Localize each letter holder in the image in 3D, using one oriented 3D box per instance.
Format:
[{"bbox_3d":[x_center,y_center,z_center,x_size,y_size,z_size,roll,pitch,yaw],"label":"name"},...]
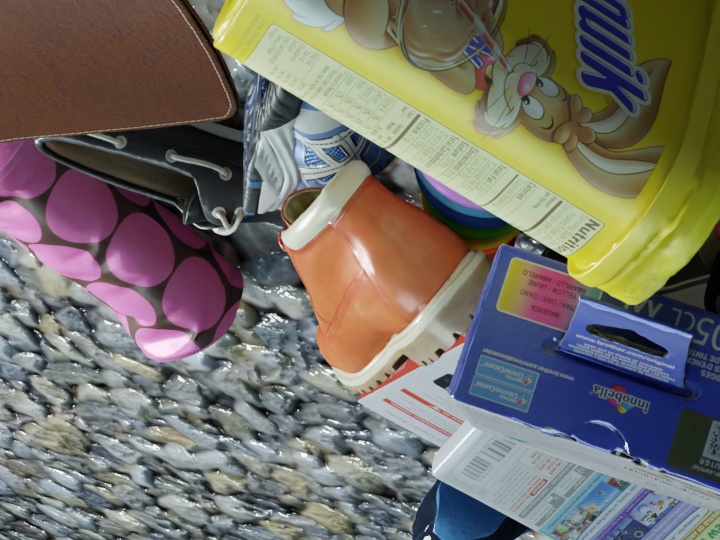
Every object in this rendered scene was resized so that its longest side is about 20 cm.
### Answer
[{"bbox_3d":[-0.137,-0.145,0.857,0.141,0.102,0.200,-3,161,13],"label":"letter holder"}]

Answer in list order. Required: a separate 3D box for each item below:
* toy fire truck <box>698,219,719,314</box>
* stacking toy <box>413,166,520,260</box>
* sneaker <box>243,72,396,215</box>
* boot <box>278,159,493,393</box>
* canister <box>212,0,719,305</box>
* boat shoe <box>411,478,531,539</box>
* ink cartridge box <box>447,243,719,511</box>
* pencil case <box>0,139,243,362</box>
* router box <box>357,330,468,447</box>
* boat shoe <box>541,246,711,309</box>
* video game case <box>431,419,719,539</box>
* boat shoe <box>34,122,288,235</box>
[{"bbox_3d":[0.248,-0.027,0.793,0.174,0.129,0.201,22,145,3],"label":"toy fire truck"},{"bbox_3d":[0.058,-0.044,0.963,0.085,0.086,0.200,21,160,4],"label":"stacking toy"},{"bbox_3d":[-0.016,-0.091,0.954,0.076,0.077,0.200,2,158,-7],"label":"sneaker"},{"bbox_3d":[0.000,0.000,0.989,0.107,0.075,0.200,40,161,-3],"label":"boot"},{"bbox_3d":[0.054,-0.097,0.764,0.199,0.149,0.087,30,139,-11],"label":"canister"},{"bbox_3d":[0.069,0.166,1.300,0.084,0.069,0.200,38,-164,18],"label":"boat shoe"},{"bbox_3d":[0.117,0.052,0.860,0.135,0.077,0.200,18,176,9],"label":"ink cartridge box"},{"bbox_3d":[-0.169,-0.018,1.208,0.093,0.091,0.200,-36,123,22],"label":"pencil case"},{"bbox_3d":[0.121,0.090,1.219,0.199,0.049,0.179,29,156,-14],"label":"router box"},{"bbox_3d":[0.129,-0.006,0.982,0.199,0.070,0.067,-13,108,47],"label":"boat shoe"},{"bbox_3d":[0.168,0.098,1.122,0.181,0.022,0.200,29,128,-13],"label":"video game case"},{"bbox_3d":[-0.090,-0.054,1.090,0.199,0.061,0.074,28,155,-12],"label":"boat shoe"}]
